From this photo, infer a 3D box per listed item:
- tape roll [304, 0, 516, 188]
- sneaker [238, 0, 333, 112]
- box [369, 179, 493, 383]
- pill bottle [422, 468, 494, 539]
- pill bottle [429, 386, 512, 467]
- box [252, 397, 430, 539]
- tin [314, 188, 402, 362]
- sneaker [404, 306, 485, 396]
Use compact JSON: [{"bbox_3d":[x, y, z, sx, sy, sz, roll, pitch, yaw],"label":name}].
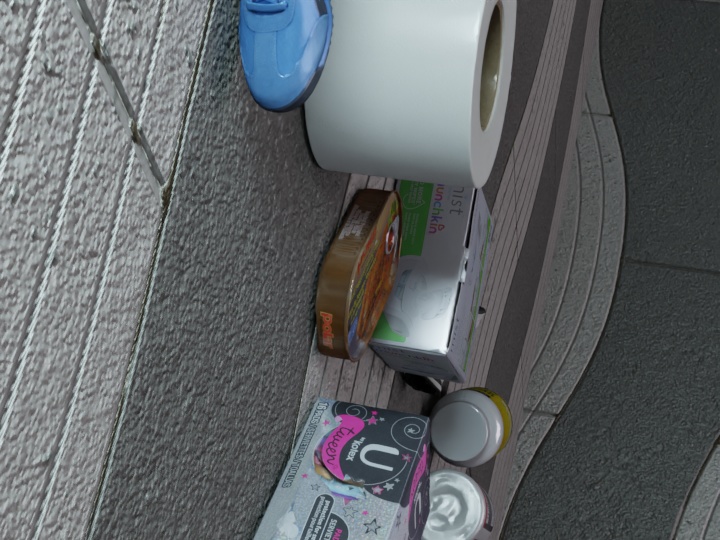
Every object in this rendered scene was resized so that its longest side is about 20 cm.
[{"bbox_3d":[0.046,-0.176,1.009,0.203,0.138,0.205,8,90,-77],"label":"tape roll"},{"bbox_3d":[-0.055,-0.204,0.762,0.078,0.065,0.202,8,90,-65],"label":"sneaker"},{"bbox_3d":[0.085,0.010,1.362,0.176,0.096,0.202,49,51,-71],"label":"box"},{"bbox_3d":[0.135,0.350,1.731,0.200,0.110,0.112,53,47,-71],"label":"pill bottle"},{"bbox_3d":[0.158,0.228,1.752,0.200,0.110,0.112,13,85,-77],"label":"pill bottle"},{"bbox_3d":[-0.012,0.231,1.059,0.201,0.114,0.133,-66,159,-50],"label":"box"},{"bbox_3d":[0.000,0.000,1.139,0.200,0.042,0.113,-64,162,-51],"label":"tin"},{"bbox_3d":[0.097,0.095,1.548,0.200,0.075,0.116,-9,116,-67],"label":"sneaker"}]
